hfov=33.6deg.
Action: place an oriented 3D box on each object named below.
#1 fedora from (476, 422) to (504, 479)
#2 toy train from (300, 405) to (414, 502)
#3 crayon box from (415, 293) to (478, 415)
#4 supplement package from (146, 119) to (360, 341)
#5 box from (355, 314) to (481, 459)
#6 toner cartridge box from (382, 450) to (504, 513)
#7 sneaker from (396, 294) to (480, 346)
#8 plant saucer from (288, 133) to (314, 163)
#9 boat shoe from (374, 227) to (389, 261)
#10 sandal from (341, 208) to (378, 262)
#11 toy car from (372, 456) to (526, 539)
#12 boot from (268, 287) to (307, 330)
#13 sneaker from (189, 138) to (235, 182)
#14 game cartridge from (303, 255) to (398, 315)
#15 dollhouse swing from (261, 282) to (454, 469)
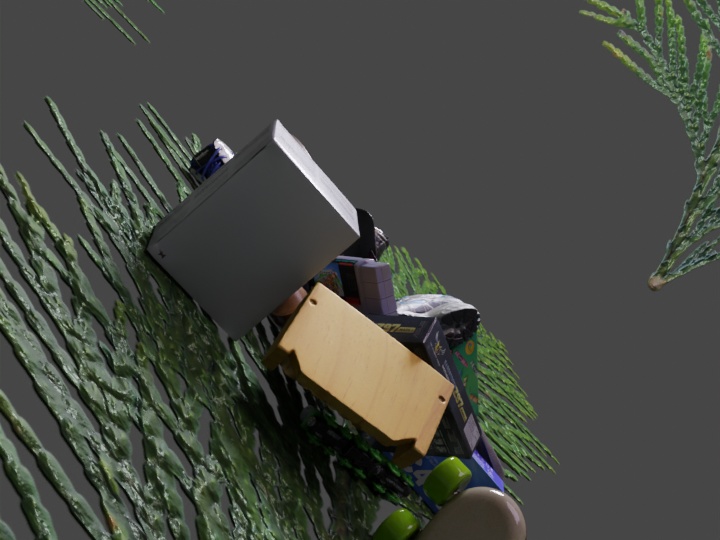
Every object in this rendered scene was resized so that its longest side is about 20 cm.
[{"bbox_3d":[0.124,0.242,1.718,0.201,0.090,0.177,61,-7,-26],"label":"fedora"},{"bbox_3d":[-0.005,0.221,1.453,0.200,0.042,0.056,42,3,-37],"label":"toy train"},{"bbox_3d":[0.118,0.145,1.827,0.119,0.058,0.201,32,-35,34],"label":"crayon box"},{"bbox_3d":[-0.124,-0.048,1.418,0.156,0.200,0.111,48,11,-15],"label":"supplement package"},{"bbox_3d":[0.048,0.144,1.480,0.051,0.157,0.201,-57,135,-42],"label":"box"},{"bbox_3d":[0.098,0.251,1.626,0.200,0.095,0.043,49,11,-7],"label":"toner cartridge box"},{"bbox_3d":[0.067,0.075,1.700,0.199,0.078,0.086,-4,25,-29],"label":"sneaker"},{"bbox_3d":[-0.086,-0.108,1.675,0.200,0.029,0.201,55,-20,32],"label":"plant saucer"},{"bbox_3d":[-0.049,-0.072,1.790,0.199,0.068,0.072,32,-25,18],"label":"boat shoe"},{"bbox_3d":[-0.001,0.000,1.633,0.048,0.075,0.201,87,-9,-64],"label":"sandal"},{"bbox_3d":[0.129,0.332,1.380,0.164,0.158,0.200,44,-4,23],"label":"toy car"},{"bbox_3d":[-0.096,0.060,1.602,0.167,0.072,0.200,66,-6,-14],"label":"boot"},{"bbox_3d":[-0.197,-0.125,1.750,0.115,0.081,0.200,41,8,-21],"label":"sneaker"},{"bbox_3d":[-0.020,0.045,1.570,0.200,0.038,0.130,6,-66,56],"label":"game cartridge"},{"bbox_3d":[-0.028,0.150,1.384,0.200,0.176,0.182,37,37,-5],"label":"dollhouse swing"}]
